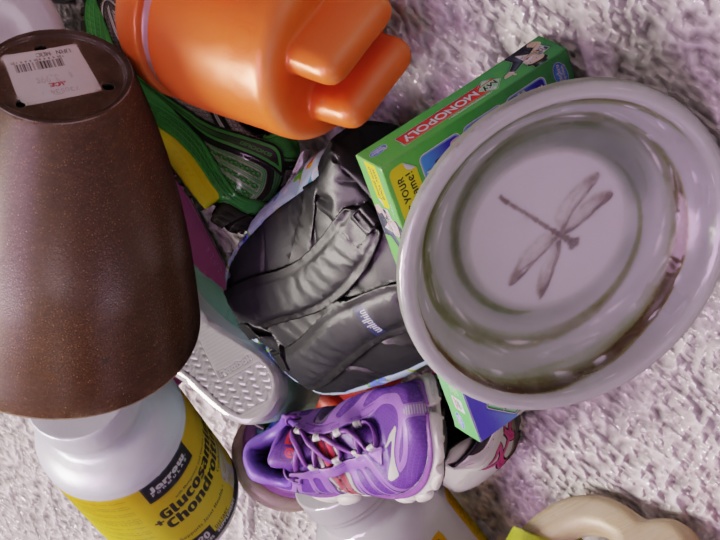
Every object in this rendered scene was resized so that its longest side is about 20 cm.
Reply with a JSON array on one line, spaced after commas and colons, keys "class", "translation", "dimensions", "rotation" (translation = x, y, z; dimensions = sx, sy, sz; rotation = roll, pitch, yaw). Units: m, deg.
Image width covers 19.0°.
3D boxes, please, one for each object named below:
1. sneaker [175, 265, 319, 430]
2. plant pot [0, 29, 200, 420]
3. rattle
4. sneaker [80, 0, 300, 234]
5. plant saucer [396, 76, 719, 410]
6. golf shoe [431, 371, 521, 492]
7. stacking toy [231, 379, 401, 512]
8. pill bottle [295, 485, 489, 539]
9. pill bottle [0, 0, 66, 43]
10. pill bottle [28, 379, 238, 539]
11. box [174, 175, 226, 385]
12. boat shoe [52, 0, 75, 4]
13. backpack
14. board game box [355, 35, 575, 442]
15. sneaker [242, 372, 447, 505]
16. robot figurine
[{"class": "sneaker", "translation": [-0.114, 0.040, 1.510], "dimensions": [0.200, 0.074, 0.118], "rotation": [42, -173, 19]}, {"class": "plant pot", "translation": [-0.190, -0.043, 1.342], "dimensions": [0.186, 0.187, 0.201], "rotation": [30, 137, 24]}, {"class": "rattle", "translation": [0.199, 0.227, 1.455], "dimensions": [0.199, 0.131, 0.143], "rotation": [-15, 130, 26]}, {"class": "sneaker", "translation": [-0.111, -0.123, 1.431], "dimensions": [0.200, 0.085, 0.078], "rotation": [51, -168, 14]}, {"class": "plant saucer", "translation": [0.107, -0.020, 1.192], "dimensions": [0.050, 0.199, 0.201], "rotation": [53, 167, 56]}, {"class": "golf shoe", "translation": [0.066, 0.099, 1.442], "dimensions": [0.072, 0.092, 0.200], "rotation": [33, 148, 14]}, {"class": "stacking toy", "translation": [-0.026, 0.104, 1.573], "dimensions": [0.085, 0.085, 0.200], "rotation": [44, 145, 4]}, {"class": "pill bottle", "translation": [0.036, 0.207, 1.557], "dimensions": [0.104, 0.104, 0.200], "rotation": [3, 139, 48]}, {"class": "pill bottle", "translation": [-0.250, -0.133, 1.488], "dimensions": [0.111, 0.111, 0.200], "rotation": [44, 173, 2]}, {"class": "pill bottle", "translation": [-0.167, 0.128, 1.547], "dimensions": [0.112, 0.112, 0.200], "rotation": [27, 162, 28]}, {"class": "box", "translation": [-0.211, -0.016, 1.633], "dimensions": [0.199, 0.097, 0.176], "rotation": [8, 132, 46]}, {"class": "boat shoe", "translation": [-0.247, -0.262, 1.426], "dimensions": [0.056, 0.069, 0.200], "rotation": [7, 134, 46]}, {"class": "backpack", "translation": [0.000, 0.000, 1.379], "dimensions": [0.163, 0.154, 0.200], "rotation": [45, 129, -5]}, {"class": "board game box", "translation": [0.086, -0.016, 1.244], "dimensions": [0.029, 0.134, 0.201], "rotation": [31, 149, 50]}, {"class": "sneaker", "translation": [-0.011, 0.118, 1.402], "dimensions": [0.200, 0.083, 0.081], "rotation": [-27, 65, 54]}, {"class": "robot figurine", "translation": [-0.067, -0.149, 1.294], "dimensions": [0.199, 0.144, 0.117], "rotation": [20, 102, 35]}]
